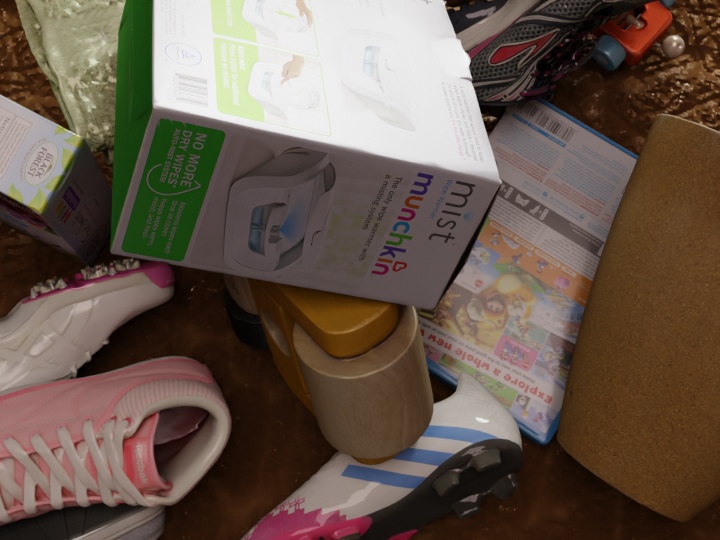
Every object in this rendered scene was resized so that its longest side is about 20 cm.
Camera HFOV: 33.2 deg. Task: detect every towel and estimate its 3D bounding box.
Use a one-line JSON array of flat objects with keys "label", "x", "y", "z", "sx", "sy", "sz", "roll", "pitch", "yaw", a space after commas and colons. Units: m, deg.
[{"label": "towel", "x": -0.109, "y": -0.152, "z": 0.757, "sx": 0.199, "sy": 0.036, "sz": 0.149, "roll": -20, "pitch": 75, "yaw": -29}]

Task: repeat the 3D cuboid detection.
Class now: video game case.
[{"label": "video game case", "x": 0.115, "y": -0.006, "z": 0.804, "sx": 0.143, "sy": 0.018, "sz": 0.201, "roll": 33, "pitch": 78, "yaw": 9}]

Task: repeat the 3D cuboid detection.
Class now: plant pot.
[{"label": "plant pot", "x": 0.207, "y": 0.040, "z": 0.719, "sx": 0.186, "sy": 0.186, "sz": 0.201, "roll": 31, "pitch": 98, "yaw": 10}]

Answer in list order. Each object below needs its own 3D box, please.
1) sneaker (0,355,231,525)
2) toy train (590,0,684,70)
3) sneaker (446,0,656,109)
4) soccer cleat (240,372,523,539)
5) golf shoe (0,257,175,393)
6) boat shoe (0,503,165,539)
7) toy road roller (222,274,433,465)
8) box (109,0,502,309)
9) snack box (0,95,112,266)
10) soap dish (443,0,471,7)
[{"label": "sneaker", "x": -0.169, "y": 0.108, "z": 0.714, "sx": 0.199, "sy": 0.105, "sz": 0.076, "roll": -19, "pitch": 106, "yaw": -18}, {"label": "toy train", "x": 0.198, "y": -0.237, "z": 0.848, "sx": 0.150, "sy": 0.056, "sz": 0.200, "roll": 37, "pitch": 82, "yaw": 10}, {"label": "sneaker", "x": 0.117, "y": -0.149, "z": 0.785, "sx": 0.199, "sy": 0.080, "sz": 0.075, "roll": -21, "pitch": 82, "yaw": 38}, {"label": "soccer cleat", "x": 0.006, "y": 0.134, "z": 0.752, "sx": 0.199, "sy": 0.070, "sz": 0.087, "roll": -27, "pitch": 44, "yaw": 4}, {"label": "golf shoe", "x": -0.207, "y": 0.055, "z": 0.781, "sx": 0.199, "sy": 0.075, "sz": 0.092, "roll": -22, "pitch": 97, "yaw": -5}, {"label": "boat shoe", "x": -0.206, "y": 0.193, "z": 0.740, "sx": 0.201, "sy": 0.074, "sz": 0.065, "roll": -29, "pitch": 112, "yaw": -9}, {"label": "toy road roller", "x": 0.000, "y": 0.000, "z": 0.730, "sx": 0.146, "sy": 0.123, "sz": 0.200, "roll": -30, "pitch": 49, "yaw": -15}, {"label": "box", "x": -0.036, "y": -0.094, "z": 0.645, "sx": 0.175, "sy": 0.097, "sz": 0.201, "roll": 10, "pitch": 40, "yaw": -20}, {"label": "snack box", "x": -0.225, "y": -0.067, "z": 0.726, "sx": 0.142, "sy": 0.200, "sz": 0.053, "roll": 29, "pitch": 81, "yaw": -1}, {"label": "soap dish", "x": 0.114, "y": -0.270, "z": 0.790, "sx": 0.199, "sy": 0.081, "sz": 0.158, "roll": -21, "pitch": 76, "yaw": -1}]
